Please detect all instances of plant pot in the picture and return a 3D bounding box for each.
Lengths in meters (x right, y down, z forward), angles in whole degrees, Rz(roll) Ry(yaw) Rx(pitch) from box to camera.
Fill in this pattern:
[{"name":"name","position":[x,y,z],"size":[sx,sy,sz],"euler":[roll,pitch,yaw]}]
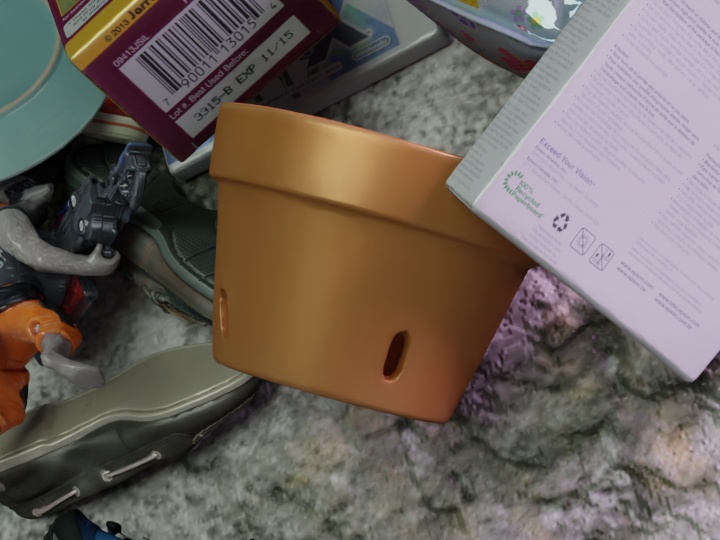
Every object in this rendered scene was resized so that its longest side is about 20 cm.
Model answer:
[{"name":"plant pot","position":[0.000,0.000,1.215],"size":[0.199,0.200,0.141],"euler":[16,90,29]}]

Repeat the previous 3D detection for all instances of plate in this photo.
[{"name":"plate","position":[-0.250,-0.129,1.368],"size":[0.198,0.026,0.201],"euler":[-4,50,5]}]

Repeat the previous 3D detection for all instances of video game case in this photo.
[{"name":"video game case","position":[-0.057,-0.179,1.389],"size":[0.199,0.022,0.184],"euler":[-26,65,18]}]

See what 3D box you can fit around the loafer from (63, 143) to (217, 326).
[{"name":"loafer","position":[-0.113,-0.006,1.352],"size":[0.200,0.072,0.063],"euler":[39,128,33]}]

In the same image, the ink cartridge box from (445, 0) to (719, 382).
[{"name":"ink cartridge box","position":[0.172,-0.068,1.144],"size":[0.200,0.199,0.041],"euler":[-50,35,5]}]

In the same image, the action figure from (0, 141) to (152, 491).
[{"name":"action figure","position":[-0.198,0.005,1.306],"size":[0.201,0.104,0.194],"euler":[-58,31,36]}]

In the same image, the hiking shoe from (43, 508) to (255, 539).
[{"name":"hiking shoe","position":[-0.094,0.188,1.280],"size":[0.199,0.074,0.087],"euler":[32,83,20]}]

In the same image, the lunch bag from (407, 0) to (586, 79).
[{"name":"lunch bag","position":[0.088,-0.179,1.231],"size":[0.199,0.169,0.128],"euler":[26,89,31]}]

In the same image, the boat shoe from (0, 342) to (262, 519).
[{"name":"boat shoe","position":[-0.140,0.099,1.339],"size":[0.199,0.057,0.067],"euler":[-20,31,17]}]

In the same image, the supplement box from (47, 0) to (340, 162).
[{"name":"supplement box","position":[-0.112,-0.179,1.303],"size":[0.131,0.103,0.200],"euler":[-40,36,11]}]

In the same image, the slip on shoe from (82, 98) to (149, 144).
[{"name":"slip on shoe","position":[-0.205,-0.139,1.422],"size":[0.200,0.074,0.062],"euler":[38,105,35]}]
